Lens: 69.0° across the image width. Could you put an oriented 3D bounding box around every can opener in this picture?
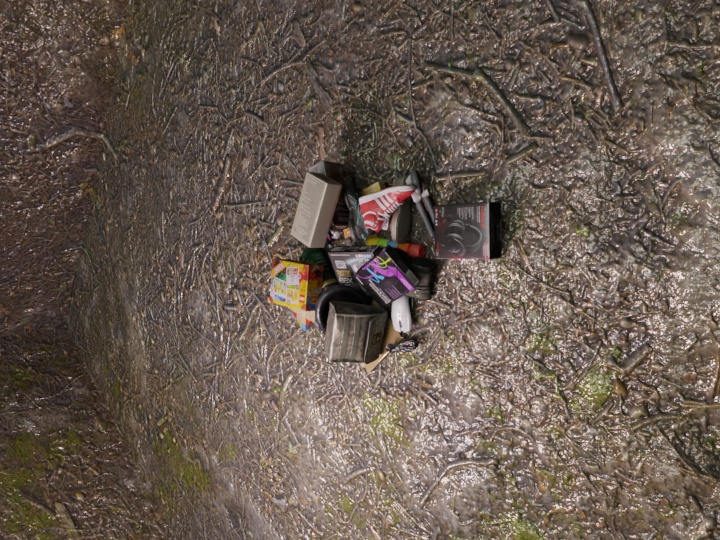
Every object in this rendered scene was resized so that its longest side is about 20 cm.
[{"bbox_3d":[0.185,-0.196,1.548,0.051,0.066,0.206,-24,87,24],"label":"can opener"}]

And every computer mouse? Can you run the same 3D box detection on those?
[{"bbox_3d":[0.126,0.154,1.640,0.106,0.043,0.209,-4,86,33],"label":"computer mouse"}]

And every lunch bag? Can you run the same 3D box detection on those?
[{"bbox_3d":[-0.008,0.199,1.660,0.118,0.192,0.171,-130,47,-65],"label":"lunch bag"}]

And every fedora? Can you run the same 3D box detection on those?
[{"bbox_3d":[-0.063,0.129,1.736,0.092,0.193,0.208,-113,36,-67],"label":"fedora"}]

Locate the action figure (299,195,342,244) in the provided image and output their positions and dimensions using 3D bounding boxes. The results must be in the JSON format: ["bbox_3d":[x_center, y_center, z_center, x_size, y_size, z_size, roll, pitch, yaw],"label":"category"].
[{"bbox_3d":[-0.126,-0.188,1.787,0.104,0.201,0.195,-37,73,-7],"label":"action figure"}]

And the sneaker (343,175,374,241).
[{"bbox_3d":[-0.003,-0.200,1.655,0.076,0.075,0.209,-11,86,18],"label":"sneaker"}]

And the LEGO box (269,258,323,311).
[{"bbox_3d":[-0.221,0.047,1.799,0.195,0.076,0.156,8,95,42],"label":"LEGO box"}]

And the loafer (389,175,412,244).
[{"bbox_3d":[0.119,-0.186,1.613,0.062,0.070,0.209,8,90,47],"label":"loafer"}]

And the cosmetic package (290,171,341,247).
[{"bbox_3d":[-0.138,-0.186,1.613,0.102,0.072,0.207,32,113,35],"label":"cosmetic package"}]

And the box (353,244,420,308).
[{"bbox_3d":[0.076,0.024,1.582,0.143,0.036,0.199,47,145,-4],"label":"box"}]

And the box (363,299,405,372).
[{"bbox_3d":[0.045,0.215,1.748,0.201,0.021,0.166,-48,65,33],"label":"box"}]

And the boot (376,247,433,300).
[{"bbox_3d":[0.129,0.016,1.591,0.194,0.068,0.135,20,126,25],"label":"boot"}]

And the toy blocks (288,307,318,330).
[{"bbox_3d":[-0.199,0.151,1.921,0.196,0.098,0.142,23,120,37],"label":"toy blocks"}]

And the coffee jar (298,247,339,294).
[{"bbox_3d":[-0.140,0.022,1.835,0.204,0.083,0.105,60,138,24],"label":"coffee jar"}]

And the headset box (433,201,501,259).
[{"bbox_3d":[0.303,-0.109,1.454,0.195,0.076,0.156,3,96,42],"label":"headset box"}]

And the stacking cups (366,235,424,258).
[{"bbox_3d":[0.111,-0.067,1.645,0.194,0.060,0.063,12,102,34],"label":"stacking cups"}]

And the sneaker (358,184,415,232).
[{"bbox_3d":[0.085,-0.182,1.549,0.195,0.070,0.117,-12,85,37],"label":"sneaker"}]

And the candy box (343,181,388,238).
[{"bbox_3d":[0.017,-0.195,1.707,0.196,0.054,0.120,-22,79,41],"label":"candy box"}]

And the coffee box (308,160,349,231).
[{"bbox_3d":[-0.092,-0.237,1.692,0.078,0.112,0.209,-14,84,40],"label":"coffee box"}]

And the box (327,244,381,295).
[{"bbox_3d":[0.000,0.000,1.709,0.195,0.050,0.163,3,120,40],"label":"box"}]
